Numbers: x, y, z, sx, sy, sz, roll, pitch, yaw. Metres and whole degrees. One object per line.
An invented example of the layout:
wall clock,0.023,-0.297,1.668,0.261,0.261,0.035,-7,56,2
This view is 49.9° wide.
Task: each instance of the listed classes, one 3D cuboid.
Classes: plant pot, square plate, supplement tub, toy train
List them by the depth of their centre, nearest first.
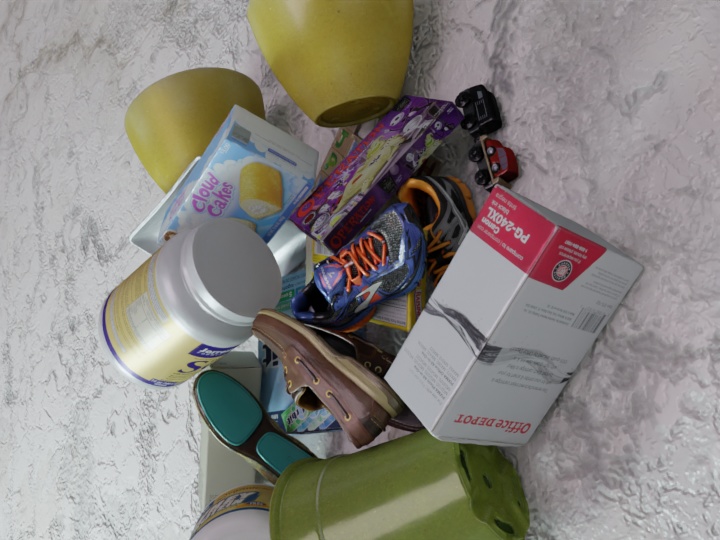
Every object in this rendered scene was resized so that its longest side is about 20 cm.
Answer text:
plant pot,0.050,0.234,0.728,0.189,0.199,0.201,-33,58,25
toy train,0.140,-0.107,0.797,0.046,0.034,0.202,-24,63,29
supplement tub,-0.115,0.309,0.819,0.200,0.143,0.146,143,134,-82
plant pot,-0.021,-0.252,0.905,0.199,0.199,0.143,-19,82,44
supplement tub,-0.200,0.040,0.906,0.199,0.145,0.147,-33,58,36
square plate,-0.180,-0.046,1.037,0.198,0.199,0.029,-39,28,36
plant pot,-0.214,-0.162,1.083,0.200,0.199,0.143,-36,65,37

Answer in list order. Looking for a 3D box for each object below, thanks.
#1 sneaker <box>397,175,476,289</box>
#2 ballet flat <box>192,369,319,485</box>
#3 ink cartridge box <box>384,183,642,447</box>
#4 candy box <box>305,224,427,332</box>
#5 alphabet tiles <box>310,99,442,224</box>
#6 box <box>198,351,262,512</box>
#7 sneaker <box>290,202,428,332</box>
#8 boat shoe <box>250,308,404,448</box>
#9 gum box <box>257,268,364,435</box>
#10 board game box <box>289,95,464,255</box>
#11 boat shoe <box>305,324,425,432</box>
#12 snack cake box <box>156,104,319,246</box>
sneaker,0.091,-0.015,0.798,0.078,0.077,0.201,-41,55,33
ballet flat,-0.127,0.203,0.936,0.200,0.071,0.071,40,116,6
ink cartridge box,0.132,0.047,0.677,0.083,0.145,0.201,44,110,44
candy box,0.000,0.000,0.843,0.199,0.026,0.103,11,103,54
alphabet tiles,0.020,-0.128,0.954,0.200,0.008,0.168,44,114,44
box,-0.172,0.212,1.009,0.082,0.068,0.202,-147,61,-70
sneaker,-0.003,0.006,0.759,0.200,0.078,0.076,-50,54,43
boat shoe,-0.049,0.103,0.774,0.199,0.072,0.068,31,76,35
gum box,-0.064,0.102,0.970,0.169,0.044,0.202,-18,69,45
board game box,0.014,-0.110,0.846,0.200,0.032,0.120,-47,23,-5
boat shoe,0.001,0.113,0.839,0.199,0.070,0.071,28,92,28
snack cake box,-0.149,-0.086,0.924,0.200,0.114,0.068,-46,28,39
